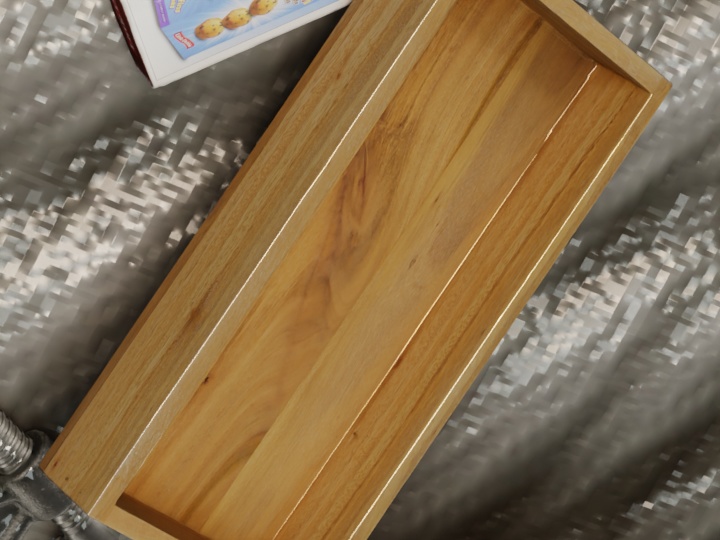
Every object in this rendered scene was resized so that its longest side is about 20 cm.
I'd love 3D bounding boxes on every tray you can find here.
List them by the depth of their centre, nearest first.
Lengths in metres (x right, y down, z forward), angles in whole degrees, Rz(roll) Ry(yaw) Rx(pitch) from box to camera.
[{"bbox_3d":[0.000,0.000,0.894,0.098,0.037,0.201,33,91,-42],"label":"tray"}]

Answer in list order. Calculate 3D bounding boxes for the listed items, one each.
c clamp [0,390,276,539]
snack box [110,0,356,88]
[{"bbox_3d":[-0.150,0.039,0.888,0.171,0.027,0.200,-45,122,6],"label":"c clamp"},{"bbox_3d":[-0.060,-0.153,0.834,0.072,0.024,0.201,-24,119,-10],"label":"snack box"}]
